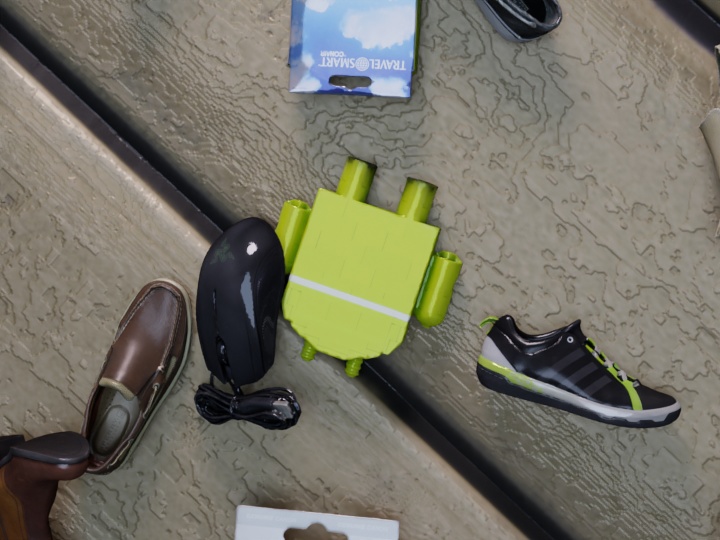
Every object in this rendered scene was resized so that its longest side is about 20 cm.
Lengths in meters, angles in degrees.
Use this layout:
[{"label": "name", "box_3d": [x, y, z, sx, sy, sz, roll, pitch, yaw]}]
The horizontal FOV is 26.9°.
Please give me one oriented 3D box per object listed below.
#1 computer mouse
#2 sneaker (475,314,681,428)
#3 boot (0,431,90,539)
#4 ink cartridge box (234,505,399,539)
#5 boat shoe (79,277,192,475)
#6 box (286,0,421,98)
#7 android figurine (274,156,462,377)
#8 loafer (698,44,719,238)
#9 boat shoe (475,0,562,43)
[{"label": "computer mouse", "box_3d": [-0.116, 0.049, 1.412, 0.138, 0.053, 0.201, 1, 89, 42]}, {"label": "sneaker", "box_3d": [0.203, 0.089, 1.389, 0.199, 0.072, 0.083, 14, 95, 6]}, {"label": "boot", "box_3d": [-0.303, 0.259, 1.430, 0.188, 0.068, 0.201, -9, 93, 40]}, {"label": "ink cartridge box", "box_3d": [-0.046, 0.326, 1.433, 0.160, 0.047, 0.201, 5, 93, 6]}, {"label": "boat shoe", "box_3d": [-0.218, 0.106, 1.440, 0.075, 0.075, 0.203, 20, 97, 5]}, {"label": "box", "box_3d": [-0.004, -0.262, 1.398, 0.121, 0.048, 0.201, 3, 94, 6]}, {"label": "android figurine", "box_3d": [0.000, 0.000, 1.423, 0.181, 0.041, 0.201, 17, 96, 5]}, {"label": "loafer", "box_3d": [0.339, -0.118, 1.359, 0.068, 0.076, 0.201, 8, 86, 8]}, {"label": "boat shoe", "box_3d": [0.106, -0.288, 1.349, 0.074, 0.068, 0.200, -41, 102, -15]}]
